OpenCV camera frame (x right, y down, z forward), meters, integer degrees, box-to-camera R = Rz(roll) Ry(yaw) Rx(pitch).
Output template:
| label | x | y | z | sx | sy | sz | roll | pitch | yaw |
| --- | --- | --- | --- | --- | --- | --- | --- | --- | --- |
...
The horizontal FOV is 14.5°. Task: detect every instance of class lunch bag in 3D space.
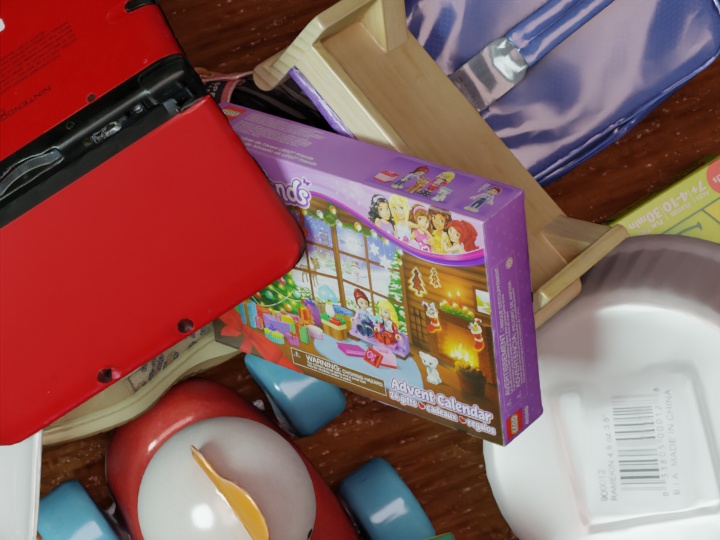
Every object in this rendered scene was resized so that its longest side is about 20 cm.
| label | x | y | z | sx | sy | sz | roll | pitch | yaw |
| --- | --- | --- | --- | --- | --- | --- | --- | --- | --- |
| lunch bag | 0.109 | -0.132 | 1.588 | 0.200 | 0.132 | 0.136 | -36 | 94 | -6 |

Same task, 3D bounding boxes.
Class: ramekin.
| label | x | y | z | sx | sy | sz | roll | pitch | yaw |
| --- | --- | --- | --- | --- | --- | --- | --- | --- | --- |
| ramekin | 0.163 | 0.087 | 1.570 | 0.200 | 0.098 | 0.201 | 4 | 104 | 15 |

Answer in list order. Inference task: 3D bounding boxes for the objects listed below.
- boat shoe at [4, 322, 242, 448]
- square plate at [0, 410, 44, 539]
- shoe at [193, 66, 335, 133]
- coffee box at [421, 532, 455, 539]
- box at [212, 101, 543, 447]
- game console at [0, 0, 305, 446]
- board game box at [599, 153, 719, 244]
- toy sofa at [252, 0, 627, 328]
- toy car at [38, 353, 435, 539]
| label | x | y | z | sx | sy | sz | roll | pitch | yaw |
| --- | --- | --- | --- | --- | --- | --- | --- | --- | --- |
| boat shoe | -0.129 | 0.038 | 1.561 | 0.200 | 0.073 | 0.063 | -31 | 112 | -34 |
| square plate | -0.253 | 0.056 | 1.512 | 0.199 | 0.028 | 0.199 | 0 | 78 | 19 |
| shoe | -0.104 | -0.090 | 1.554 | 0.200 | 0.091 | 0.072 | 19 | 68 | -23 |
| coffee box | -0.009 | 0.215 | 1.532 | 0.123 | 0.200 | 0.044 | -15 | 63 | -14 |
| box | 0.000 | 0.000 | 1.470 | 0.039 | 0.200 | 0.137 | -37 | 132 | -39 |
| game console | -0.159 | -0.042 | 1.460 | 0.200 | 0.119 | 0.173 | -32 | 53 | 4 |
| board game box | 0.216 | 0.043 | 1.642 | 0.101 | 0.048 | 0.200 | -32 | 93 | -7 |
| toy sofa | 0.035 | -0.051 | 1.495 | 0.200 | 0.098 | 0.083 | 50 | 46 | 3 |
| toy car | -0.063 | 0.142 | 1.527 | 0.184 | 0.200 | 0.177 | -35 | 94 | -6 |
